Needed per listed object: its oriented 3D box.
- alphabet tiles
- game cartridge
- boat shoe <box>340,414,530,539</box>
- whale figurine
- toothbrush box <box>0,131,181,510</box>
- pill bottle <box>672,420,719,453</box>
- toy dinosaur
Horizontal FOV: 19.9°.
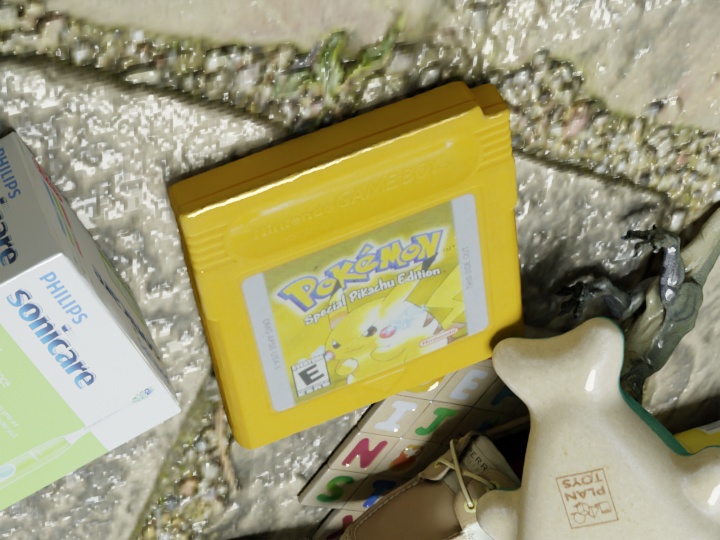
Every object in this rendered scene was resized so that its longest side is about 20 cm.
[{"bbox_3d":[0.061,0.106,1.250,0.166,0.006,0.200,13,127,-39],"label":"alphabet tiles"},{"bbox_3d":[0.000,0.000,1.073,0.176,0.032,0.200,-21,143,-9],"label":"game cartridge"},{"bbox_3d":[0.075,0.126,1.225,0.199,0.074,0.067,-24,138,-23],"label":"boat shoe"},{"bbox_3d":[0.142,0.117,1.160,0.159,0.201,0.104,-16,-168,25],"label":"whale figurine"},{"bbox_3d":[-0.207,0.050,0.961,0.199,0.086,0.146,-28,142,2],"label":"toothbrush box"},{"bbox_3d":[0.179,0.170,1.309,0.199,0.112,0.112,-16,141,-15],"label":"pill bottle"},{"bbox_3d":[0.170,0.012,1.177,0.088,0.047,0.200,21,110,-36],"label":"toy dinosaur"}]
